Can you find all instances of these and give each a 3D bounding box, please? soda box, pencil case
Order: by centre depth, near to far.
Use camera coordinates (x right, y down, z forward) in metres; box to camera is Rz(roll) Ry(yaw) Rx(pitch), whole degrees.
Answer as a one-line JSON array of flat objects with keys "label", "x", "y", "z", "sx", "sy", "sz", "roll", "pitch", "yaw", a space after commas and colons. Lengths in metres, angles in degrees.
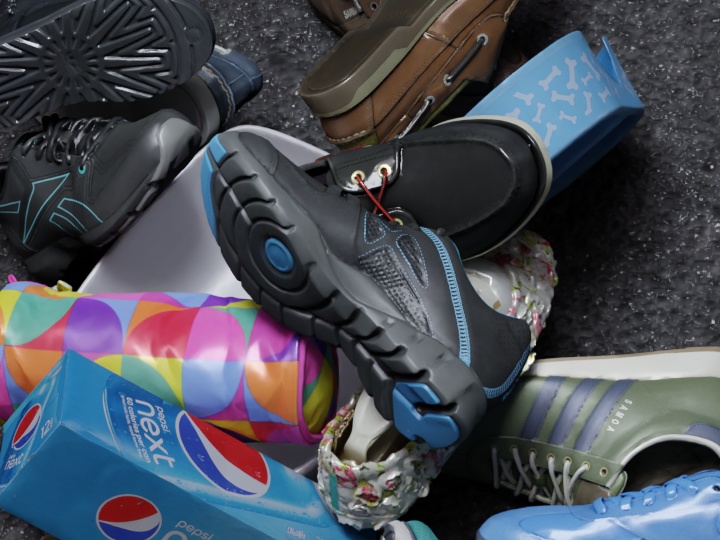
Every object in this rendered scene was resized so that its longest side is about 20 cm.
[{"label": "soda box", "x": -0.088, "y": 0.125, "z": 1.267, "sx": 0.068, "sy": 0.199, "sz": 0.064, "roll": -48, "pitch": 25, "yaw": 27}, {"label": "pencil case", "x": -0.110, "y": 0.046, "z": 1.311, "sx": 0.199, "sy": 0.089, "sz": 0.089, "roll": 5, "pitch": 58, "yaw": 15}]

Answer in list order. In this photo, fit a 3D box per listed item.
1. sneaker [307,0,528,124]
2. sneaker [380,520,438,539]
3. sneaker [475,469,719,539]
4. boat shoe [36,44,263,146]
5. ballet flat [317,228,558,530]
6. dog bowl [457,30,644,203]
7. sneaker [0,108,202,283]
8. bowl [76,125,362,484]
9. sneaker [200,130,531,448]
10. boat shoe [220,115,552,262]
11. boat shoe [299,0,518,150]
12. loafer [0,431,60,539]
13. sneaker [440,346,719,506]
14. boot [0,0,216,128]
[{"label": "sneaker", "x": 0.029, "y": -0.156, "z": 1.501, "sx": 0.200, "sy": 0.076, "sz": 0.070, "roll": 36, "pitch": 71, "yaw": 32}, {"label": "sneaker", "x": 0.074, "y": 0.202, "z": 1.218, "sx": 0.079, "sy": 0.078, "sz": 0.200, "roll": -22, "pitch": 53, "yaw": -25}, {"label": "sneaker", "x": 0.160, "y": 0.130, "z": 1.247, "sx": 0.199, "sy": 0.079, "sz": 0.066, "roll": 6, "pitch": 14, "yaw": 2}, {"label": "boat shoe", "x": -0.143, "y": -0.121, "z": 1.516, "sx": 0.199, "sy": 0.075, "sz": 0.062, "roll": 6, "pitch": 32, "yaw": 47}, {"label": "ballet flat", "x": 0.043, "y": 0.048, "z": 1.290, "sx": 0.075, "sy": 0.064, "sz": 0.200, "roll": 21, "pitch": 66, "yaw": 27}, {"label": "dog bowl", "x": 0.104, "y": -0.078, "z": 1.369, "sx": 0.111, "sy": 0.200, "sz": 0.050, "roll": -41, "pitch": 82, "yaw": 13}, {"label": "sneaker", "x": -0.164, "y": -0.054, "z": 1.414, "sx": 0.079, "sy": 0.200, "sz": 0.075, "roll": 48, "pitch": 53, "yaw": -8}, {"label": "bowl", "x": -0.051, "y": 0.034, "z": 1.397, "sx": 0.199, "sy": 0.075, "sz": 0.200, "roll": 28, "pitch": 67, "yaw": 29}, {"label": "sneaker", "x": 0.000, "y": 0.000, "z": 1.243, "sx": 0.200, "sy": 0.073, "sz": 0.082, "roll": 47, "pitch": 56, "yaw": 6}, {"label": "boat shoe", "x": 0.012, "y": -0.031, "z": 1.291, "sx": 0.201, "sy": 0.063, "sz": 0.074, "roll": -14, "pitch": 92, "yaw": 38}, {"label": "boat shoe", "x": 0.049, "y": -0.140, "z": 1.440, "sx": 0.200, "sy": 0.068, "sz": 0.072, "roll": -43, "pitch": 26, "yaw": -17}, {"label": "loafer", "x": -0.136, "y": 0.148, "z": 1.356, "sx": 0.200, "sy": 0.073, "sz": 0.071, "roll": 45, "pitch": 106, "yaw": 33}, {"label": "sneaker", "x": 0.119, "y": 0.099, "z": 1.310, "sx": 0.199, "sy": 0.067, "sz": 0.090, "roll": -8, "pitch": 50, "yaw": 6}, {"label": "boot", "x": -0.149, "y": -0.168, "z": 1.469, "sx": 0.164, "sy": 0.066, "sz": 0.200, "roll": -11, "pitch": 27, "yaw": 15}]
